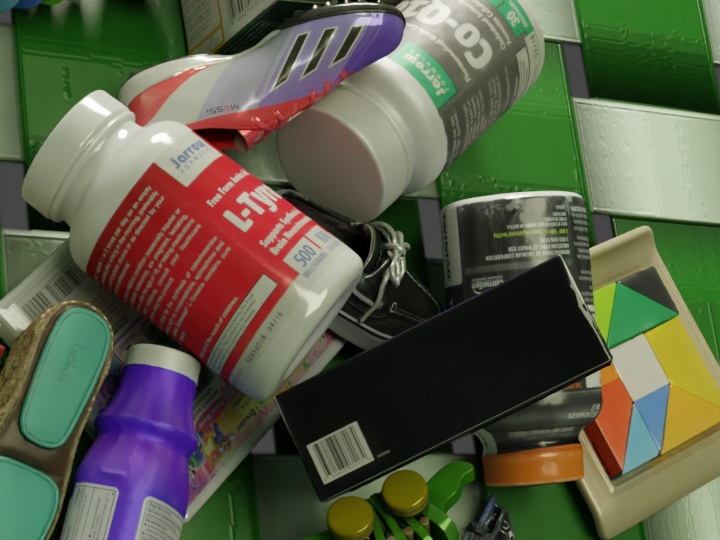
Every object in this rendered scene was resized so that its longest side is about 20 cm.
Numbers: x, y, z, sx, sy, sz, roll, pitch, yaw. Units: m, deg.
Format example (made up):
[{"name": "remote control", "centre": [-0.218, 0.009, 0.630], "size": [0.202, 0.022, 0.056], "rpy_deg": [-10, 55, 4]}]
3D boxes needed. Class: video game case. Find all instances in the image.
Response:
[{"name": "video game case", "centre": [-0.120, 0.036, 1.263], "size": [0.182, 0.024, 0.200], "rpy_deg": [49, 52, -8]}]

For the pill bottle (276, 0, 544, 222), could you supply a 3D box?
[{"name": "pill bottle", "centre": [0.036, -0.125, 1.372], "size": [0.113, 0.113, 0.200], "rpy_deg": [51, 53, -7]}]

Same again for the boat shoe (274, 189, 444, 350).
[{"name": "boat shoe", "centre": [0.000, -0.002, 1.307], "size": [0.199, 0.068, 0.074], "rpy_deg": [31, 38, -34]}]

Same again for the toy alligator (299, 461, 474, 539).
[{"name": "toy alligator", "centre": [-0.006, 0.183, 1.223], "size": [0.199, 0.060, 0.054], "rpy_deg": [-25, 51, -13]}]

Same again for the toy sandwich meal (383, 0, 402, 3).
[{"name": "toy sandwich meal", "centre": [0.012, -0.288, 1.419], "size": [0.205, 0.070, 0.207], "rpy_deg": [-26, 121, -53]}]

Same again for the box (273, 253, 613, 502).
[{"name": "box", "centre": [0.057, 0.070, 1.233], "size": [0.199, 0.141, 0.079], "rpy_deg": [-26, 81, 4]}]

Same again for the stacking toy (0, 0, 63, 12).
[{"name": "stacking toy", "centre": [-0.201, -0.210, 1.272], "size": [0.199, 0.085, 0.086], "rpy_deg": [-8, 76, -39]}]

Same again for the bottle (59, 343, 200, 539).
[{"name": "bottle", "centre": [-0.140, 0.145, 1.155], "size": [0.065, 0.084, 0.201], "rpy_deg": [7, 71, 14]}]

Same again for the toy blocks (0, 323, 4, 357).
[{"name": "toy blocks", "centre": [-0.278, 0.019, 1.091], "size": [0.199, 0.137, 0.100], "rpy_deg": [31, 57, -21]}]

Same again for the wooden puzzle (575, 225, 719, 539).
[{"name": "wooden puzzle", "centre": [0.205, 0.079, 1.454], "size": [0.184, 0.037, 0.201], "rpy_deg": [-22, 85, -38]}]

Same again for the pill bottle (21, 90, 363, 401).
[{"name": "pill bottle", "centre": [-0.106, -0.019, 1.193], "size": [0.200, 0.112, 0.112], "rpy_deg": [37, 54, 4]}]

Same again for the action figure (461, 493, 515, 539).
[{"name": "action figure", "centre": [0.093, 0.224, 1.269], "size": [0.192, 0.105, 0.201], "rpy_deg": [17, 54, 4]}]

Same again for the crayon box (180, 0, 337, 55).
[{"name": "crayon box", "centre": [-0.083, -0.251, 1.334], "size": [0.051, 0.126, 0.201], "rpy_deg": [0, 72, -34]}]

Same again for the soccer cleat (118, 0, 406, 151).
[{"name": "soccer cleat", "centre": [-0.059, -0.119, 1.275], "size": [0.199, 0.068, 0.074], "rpy_deg": [-18, 66, -2]}]

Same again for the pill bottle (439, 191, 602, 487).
[{"name": "pill bottle", "centre": [0.114, 0.050, 1.351], "size": [0.106, 0.106, 0.202], "rpy_deg": [-1, 84, -34]}]

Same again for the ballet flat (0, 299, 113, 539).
[{"name": "ballet flat", "centre": [-0.205, 0.112, 1.145], "size": [0.070, 0.065, 0.201], "rpy_deg": [34, 68, -22]}]
